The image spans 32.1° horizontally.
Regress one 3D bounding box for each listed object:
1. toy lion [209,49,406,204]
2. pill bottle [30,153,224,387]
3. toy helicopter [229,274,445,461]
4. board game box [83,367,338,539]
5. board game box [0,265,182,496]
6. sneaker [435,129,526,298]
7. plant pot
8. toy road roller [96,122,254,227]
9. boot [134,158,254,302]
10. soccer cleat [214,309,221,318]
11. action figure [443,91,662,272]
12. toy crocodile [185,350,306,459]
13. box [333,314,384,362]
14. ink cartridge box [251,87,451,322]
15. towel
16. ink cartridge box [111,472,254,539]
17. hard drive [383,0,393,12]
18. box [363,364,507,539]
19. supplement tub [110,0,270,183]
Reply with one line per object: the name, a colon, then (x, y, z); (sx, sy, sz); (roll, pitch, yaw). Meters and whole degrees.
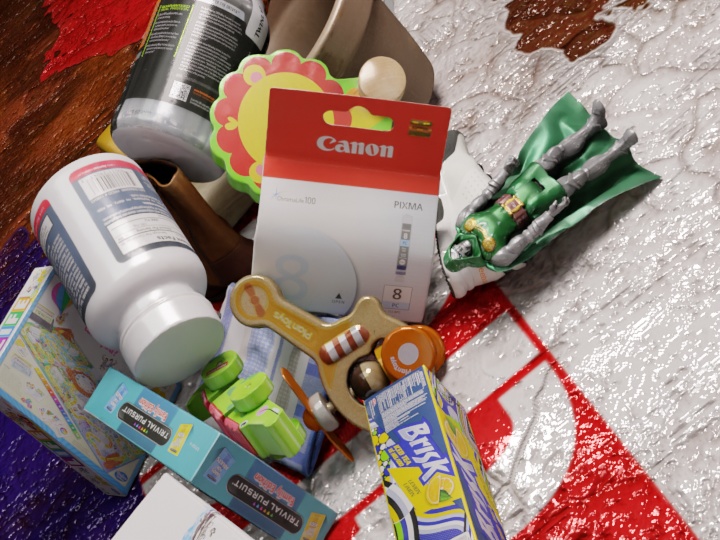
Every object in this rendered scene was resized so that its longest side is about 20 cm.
toy lion: (-0.044, -0.110, 1.168); (0.188, 0.069, 0.203); (-9, 76, -8)
pill bottle: (-0.209, 0.002, 1.137); (0.119, 0.120, 0.201); (-39, 61, 5)
toy helicopter: (-0.031, 0.074, 1.076); (0.198, 0.079, 0.134); (30, 94, 10)
board game box: (-0.133, 0.164, 1.079); (0.199, 0.151, 0.047); (19, 72, 52)
board game box: (-0.275, 0.112, 1.233); (0.034, 0.200, 0.136); (-5, 48, 41)
sneaker: (0.108, -0.059, 1.164); (0.079, 0.074, 0.202); (-16, 45, 10)
plant pot: (-0.016, -0.219, 1.329); (0.199, 0.173, 0.203); (-35, 39, 35)
toy road roller: (-0.223, -0.120, 1.471); (0.123, 0.146, 0.199); (-49, 35, -9)
boot: (-0.188, -0.040, 1.305); (0.187, 0.200, 0.069); (16, 69, 50)
soccer cleat: (-0.202, 0.049, 1.284); (0.070, 0.084, 0.200); (-71, 18, -6)
action figure: (0.148, -0.063, 1.075); (0.199, 0.055, 0.118); (-40, 63, -11)
toy crocodile: (-0.102, 0.124, 1.089); (0.062, 0.068, 0.199); (-39, 24, -14)
box: (0.000, 0.000, 1.224); (0.109, 0.035, 0.202); (-9, 47, 39)
ink cartridge box: (-0.010, -0.052, 1.081); (0.157, 0.202, 0.048); (6, 37, -3)
towel: (-0.087, 0.096, 1.177); (0.199, 0.024, 0.149); (16, 87, 50)
ink cartridge box: (-0.103, 0.279, 0.937); (0.147, 0.147, 0.199); (-52, 35, -12)
hard drive: (-0.047, -0.277, 1.569); (0.198, 0.026, 0.133); (-26, 38, 24)
box: (0.060, 0.171, 0.954); (0.064, 0.070, 0.201); (-33, 36, 15)
supplement tub: (-0.163, -0.201, 1.246); (0.121, 0.122, 0.203); (0, 65, 44)
